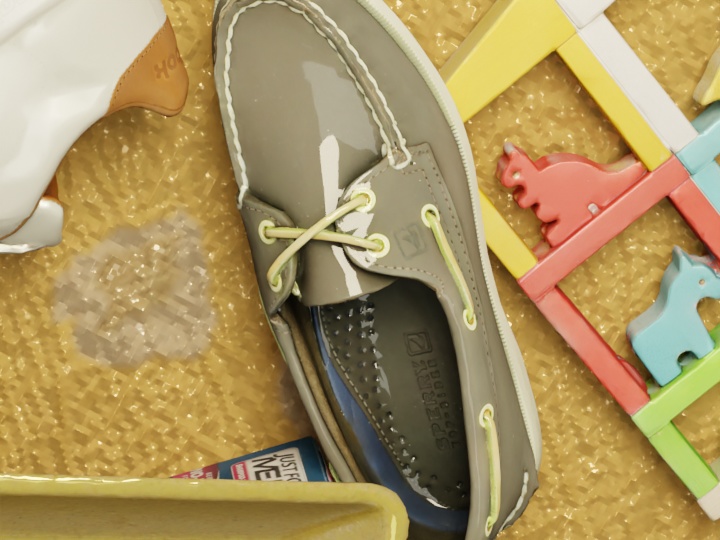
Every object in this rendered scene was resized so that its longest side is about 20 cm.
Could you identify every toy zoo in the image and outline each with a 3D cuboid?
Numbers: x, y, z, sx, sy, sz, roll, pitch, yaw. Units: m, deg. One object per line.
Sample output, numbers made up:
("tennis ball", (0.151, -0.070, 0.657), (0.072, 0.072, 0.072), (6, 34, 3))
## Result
("toy zoo", (0.103, -0.034, 0.893), (0.131, 0.020, 0.200), (-39, 105, 4))

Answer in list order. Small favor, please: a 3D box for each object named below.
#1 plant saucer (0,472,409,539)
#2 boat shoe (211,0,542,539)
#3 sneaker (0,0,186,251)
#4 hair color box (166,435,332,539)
("plant saucer", (-0.096, 0.152, 0.828), (0.199, 0.048, 0.201), (3, 100, -17))
("boat shoe", (0.003, -0.001, 0.857), (0.072, 0.060, 0.202), (-15, 109, 21))
("sneaker", (-0.140, -0.021, 0.833), (0.200, 0.073, 0.085), (-33, 112, 6))
("hair color box", (-0.093, 0.133, 0.893), (0.199, 0.061, 0.100), (-17, 106, -3))
